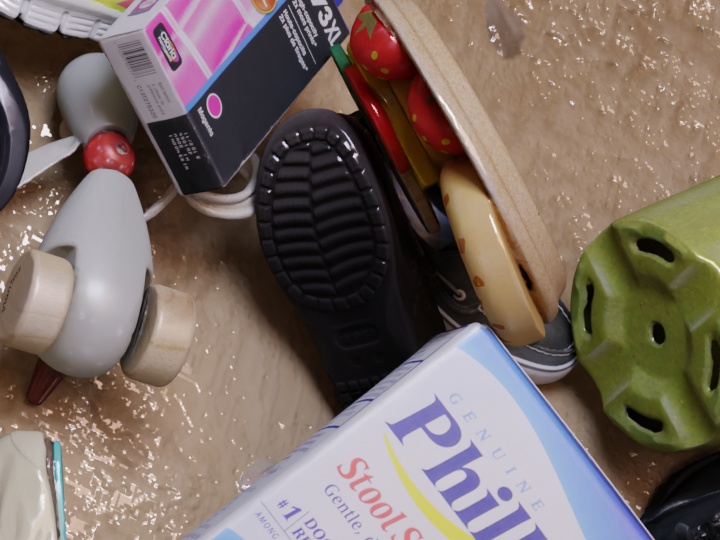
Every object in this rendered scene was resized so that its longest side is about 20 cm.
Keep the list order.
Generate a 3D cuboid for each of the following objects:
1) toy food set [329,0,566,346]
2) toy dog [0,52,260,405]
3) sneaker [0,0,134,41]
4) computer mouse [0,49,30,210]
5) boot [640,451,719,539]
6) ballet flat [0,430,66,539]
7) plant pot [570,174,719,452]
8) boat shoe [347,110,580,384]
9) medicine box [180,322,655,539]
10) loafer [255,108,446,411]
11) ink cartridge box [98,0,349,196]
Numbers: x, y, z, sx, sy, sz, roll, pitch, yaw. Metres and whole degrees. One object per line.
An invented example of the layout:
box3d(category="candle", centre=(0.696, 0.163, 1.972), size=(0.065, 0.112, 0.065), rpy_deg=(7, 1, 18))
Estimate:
box3d(category="toy food set", centre=(0.045, -0.051, 1.456), size=(0.049, 0.198, 0.200), rpy_deg=(-29, 89, -1))
box3d(category="toy dog", centre=(-0.141, -0.009, 1.456), size=(0.132, 0.096, 0.200), rpy_deg=(35, 39, -11))
box3d(category="sneaker", centre=(-0.110, -0.160, 1.503), size=(0.200, 0.090, 0.078), rpy_deg=(11, 19, -43))
box3d(category="computer mouse", centre=(-0.222, -0.115, 1.436), size=(0.200, 0.138, 0.053), rpy_deg=(65, 14, 4))
box3d(category="boot", centre=(0.208, 0.137, 1.548), size=(0.198, 0.162, 0.073), rpy_deg=(-29, 87, -38))
box3d(category="ballet flat", centre=(-0.162, 0.175, 1.363), size=(0.069, 0.069, 0.200), rpy_deg=(3, 65, -32))
box3d(category="plant pot", centre=(0.225, 0.017, 1.592), size=(0.184, 0.200, 0.201), rpy_deg=(-13, 76, -36))
box3d(category="boat shoe", centre=(0.050, -0.012, 1.583), size=(0.200, 0.057, 0.069), rpy_deg=(39, 53, -11))
box3d(category="medicine box", centre=(0.030, 0.156, 1.414), size=(0.200, 0.103, 0.182), rpy_deg=(-38, 91, -9))
box3d(category="loafer", centre=(0.000, 0.000, 1.516), size=(0.071, 0.073, 0.200), rpy_deg=(-60, 138, -56))
box3d(category="ink cartridge box", centre=(-0.059, -0.132, 1.490), size=(0.095, 0.037, 0.200), rpy_deg=(63, 36, -24))
